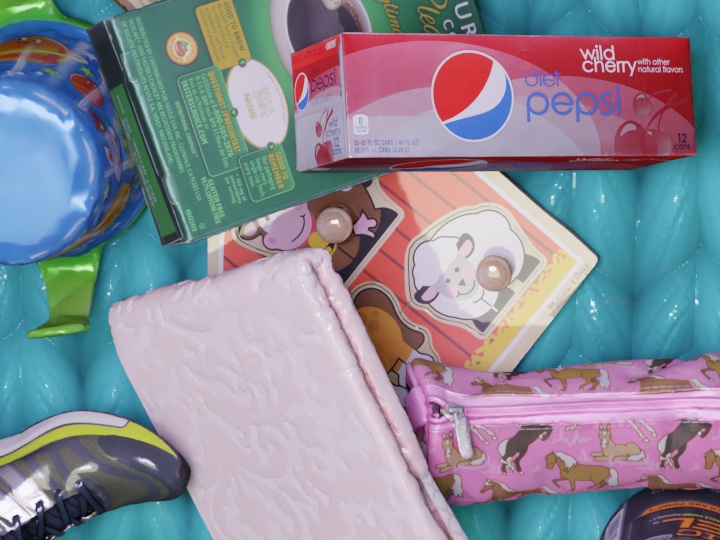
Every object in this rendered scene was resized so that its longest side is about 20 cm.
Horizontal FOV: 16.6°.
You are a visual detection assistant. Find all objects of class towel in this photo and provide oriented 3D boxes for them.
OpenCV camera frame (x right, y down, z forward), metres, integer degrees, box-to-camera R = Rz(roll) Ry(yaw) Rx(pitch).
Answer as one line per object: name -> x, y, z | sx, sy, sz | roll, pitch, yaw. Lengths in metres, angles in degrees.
towel -> -0.040, 0.086, 1.320 | 0.200, 0.032, 0.192 | -16, 104, 52

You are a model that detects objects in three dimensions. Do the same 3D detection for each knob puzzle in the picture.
knob puzzle -> 0.000, 0.000, 1.352 | 0.219, 0.030, 0.221 | 2, 102, 9

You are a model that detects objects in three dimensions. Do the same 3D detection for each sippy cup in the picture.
sippy cup -> -0.176, -0.062, 1.310 | 0.140, 0.130, 0.178 | -43, 97, 11

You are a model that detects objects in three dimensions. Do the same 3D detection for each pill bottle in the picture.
pill bottle -> 0.167, 0.185, 1.276 | 0.106, 0.200, 0.107 | 2, 103, 9

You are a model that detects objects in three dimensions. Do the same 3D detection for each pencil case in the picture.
pencil case -> 0.122, 0.082, 1.312 | 0.199, 0.087, 0.083 | -2, 116, 1

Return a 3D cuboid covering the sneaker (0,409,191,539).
sneaker -> -0.187, 0.136, 1.376 | 0.199, 0.081, 0.074 | -13, 141, 17

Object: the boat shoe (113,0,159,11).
boat shoe -> -0.083, -0.148, 1.315 | 0.200, 0.072, 0.065 | 43, 106, 4

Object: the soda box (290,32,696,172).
soda box -> 0.069, -0.084, 1.250 | 0.199, 0.070, 0.064 | -2, 86, -25

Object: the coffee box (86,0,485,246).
coffee box -> -0.028, -0.098, 1.271 | 0.199, 0.044, 0.123 | -22, 94, -23
